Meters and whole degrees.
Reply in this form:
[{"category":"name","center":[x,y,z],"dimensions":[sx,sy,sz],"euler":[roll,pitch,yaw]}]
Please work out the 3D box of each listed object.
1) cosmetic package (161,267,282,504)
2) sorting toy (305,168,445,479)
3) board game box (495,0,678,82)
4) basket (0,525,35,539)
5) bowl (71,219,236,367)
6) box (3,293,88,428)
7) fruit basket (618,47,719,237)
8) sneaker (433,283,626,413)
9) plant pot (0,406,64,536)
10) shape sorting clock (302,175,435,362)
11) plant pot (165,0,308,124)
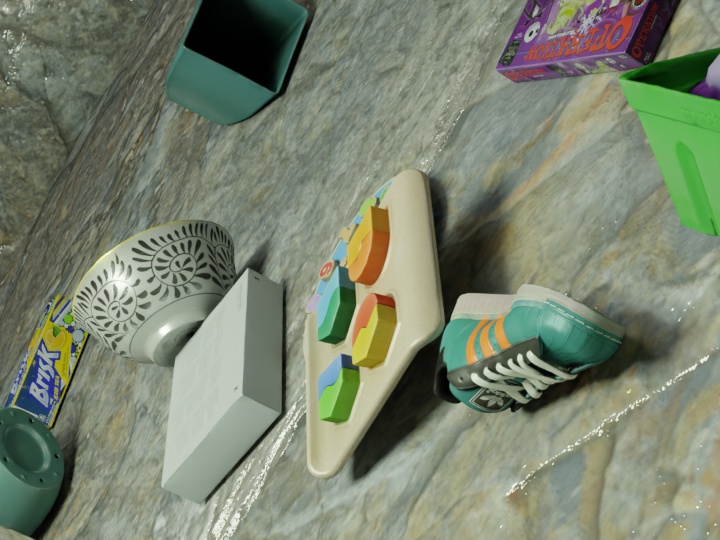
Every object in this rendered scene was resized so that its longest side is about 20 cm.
[{"category":"cosmetic package","center":[-0.139,0.115,1.364],"dimensions":[0.151,0.051,0.201],"euler":[-51,24,29]},{"category":"sorting toy","center":[0.000,0.041,1.070],"dimensions":[0.200,0.036,0.186],"euler":[-55,26,39]},{"category":"board game box","center":[0.190,-0.215,1.077],"dimensions":[0.200,0.032,0.121],"euler":[9,76,66]},{"category":"basket","center":[-0.391,0.377,1.412],"dimensions":[0.201,0.197,0.161],"euler":[-64,21,-6]},{"category":"bowl","center":[-0.211,0.044,1.483],"dimensions":[0.201,0.200,0.094],"euler":[-49,58,27]},{"category":"box","center":[-0.475,0.143,2.025],"dimensions":[0.064,0.070,0.201],"euler":[-31,37,54]},{"category":"fruit basket","center":[0.235,-0.113,0.655],"dimensions":[0.216,0.154,0.217],"euler":[164,90,-76]},{"category":"sneaker","center":[0.107,0.060,0.885],"dimensions":[0.080,0.071,0.200],"euler":[-67,15,-11]},{"category":"plant pot","center":[-0.489,0.276,1.758],"dimensions":[0.161,0.200,0.201],"euler":[-37,30,22]},{"category":"shape sorting clock","center":[0.000,0.000,1.215],"dimensions":[0.200,0.039,0.201],"euler":[-46,27,32]},{"category":"plant pot","center":[-0.188,-0.294,1.838],"dimensions":[0.200,0.141,0.142],"euler":[-34,34,62]}]
